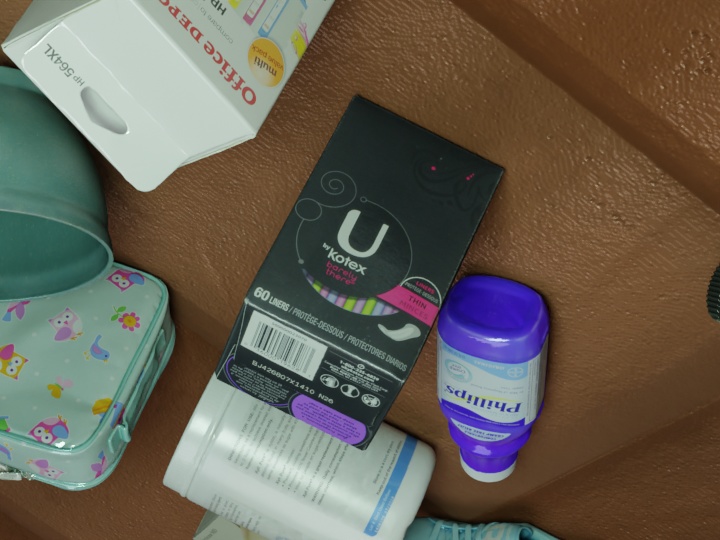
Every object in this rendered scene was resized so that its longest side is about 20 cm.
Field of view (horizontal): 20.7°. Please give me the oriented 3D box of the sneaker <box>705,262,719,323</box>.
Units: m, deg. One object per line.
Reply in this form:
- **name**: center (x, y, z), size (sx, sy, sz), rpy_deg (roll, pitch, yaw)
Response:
- **sneaker**: center (0.332, 0.016, 1.294), size (0.199, 0.070, 0.090), rpy_deg (-10, 145, 40)

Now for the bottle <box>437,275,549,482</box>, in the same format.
- **bottle**: center (0.100, 0.089, 1.516), size (0.083, 0.065, 0.200), rpy_deg (15, 143, 13)

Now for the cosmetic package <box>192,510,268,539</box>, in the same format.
- **cosmetic package**: center (-0.040, 0.253, 1.800), size (0.199, 0.073, 0.104), rpy_deg (32, 144, -9)

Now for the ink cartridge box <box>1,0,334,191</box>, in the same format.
- **ink cartridge box**: center (-0.113, -0.160, 1.226), size (0.125, 0.201, 0.129), rpy_deg (-17, 127, 44)

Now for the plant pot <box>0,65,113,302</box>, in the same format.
- **plant pot**: center (-0.284, -0.071, 1.467), size (0.199, 0.135, 0.200), rpy_deg (-3, 161, -1)

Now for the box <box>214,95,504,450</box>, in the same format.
- **box**: center (0.000, 0.000, 1.353), size (0.122, 0.200, 0.106), rpy_deg (26, 144, 0)

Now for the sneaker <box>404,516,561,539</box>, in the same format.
- **sneaker**: center (0.112, 0.239, 1.698), size (0.199, 0.074, 0.082), rpy_deg (13, 135, 4)

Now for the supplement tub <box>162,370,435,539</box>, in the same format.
- **supplement tub**: center (-0.049, 0.165, 1.647), size (0.199, 0.132, 0.132), rpy_deg (27, 144, 0)

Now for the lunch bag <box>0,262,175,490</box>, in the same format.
- **lunch bag**: center (-0.244, 0.081, 1.604), size (0.160, 0.201, 0.077), rpy_deg (17, 145, 10)
